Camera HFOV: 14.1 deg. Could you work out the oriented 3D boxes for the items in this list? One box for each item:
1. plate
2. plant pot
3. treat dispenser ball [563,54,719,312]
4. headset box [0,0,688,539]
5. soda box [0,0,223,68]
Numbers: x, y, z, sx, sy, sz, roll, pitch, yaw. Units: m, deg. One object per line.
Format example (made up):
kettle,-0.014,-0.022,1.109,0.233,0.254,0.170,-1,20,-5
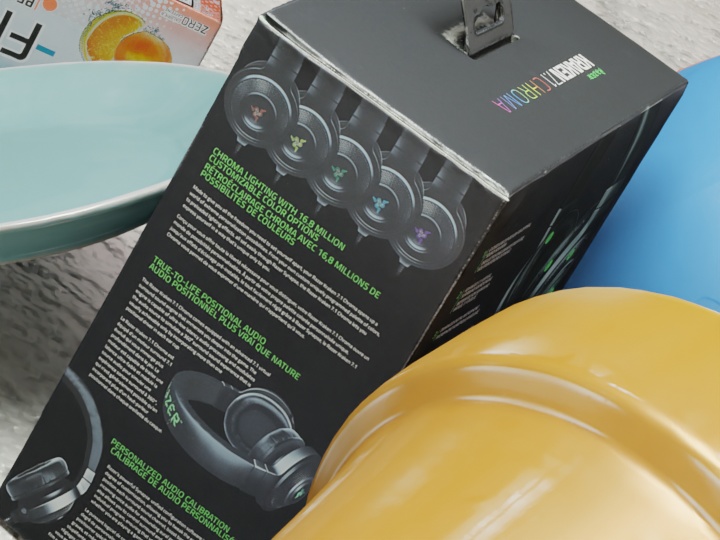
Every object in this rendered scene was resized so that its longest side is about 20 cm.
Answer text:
plate,-0.123,-0.031,0.941,0.199,0.026,0.200,-6,18,2
plant pot,0.030,0.129,0.738,0.200,0.201,0.183,41,43,21
treat dispenser ball,0.156,0.019,1.038,0.200,0.201,0.201,25,26,-13
headset box,0.000,0.000,0.902,0.093,0.201,0.174,36,26,11
soda box,-0.153,-0.120,1.106,0.199,0.069,0.064,24,25,-16
